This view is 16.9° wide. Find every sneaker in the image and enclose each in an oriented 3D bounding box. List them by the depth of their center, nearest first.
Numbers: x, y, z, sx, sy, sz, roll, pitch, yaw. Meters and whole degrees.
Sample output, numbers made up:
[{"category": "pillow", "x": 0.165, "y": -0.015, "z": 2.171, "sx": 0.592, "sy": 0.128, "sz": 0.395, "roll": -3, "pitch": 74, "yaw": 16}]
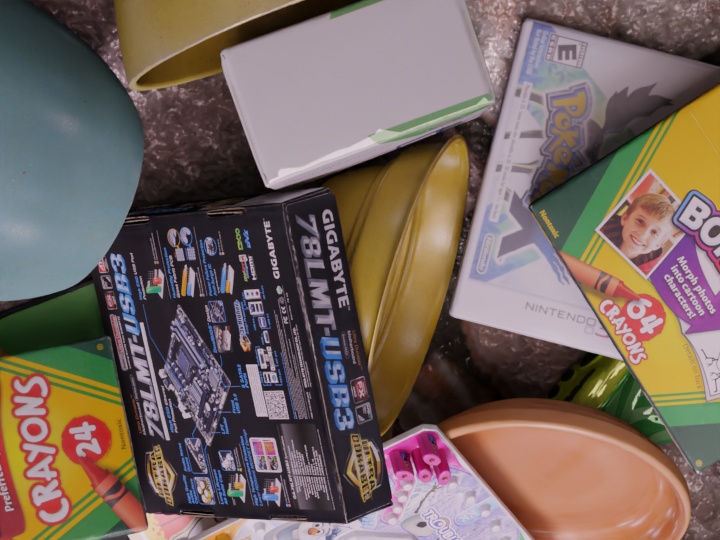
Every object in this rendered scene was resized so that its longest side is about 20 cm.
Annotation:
[{"category": "sneaker", "x": 0.207, "y": 0.067, "z": 1.660, "sx": 0.083, "sy": 0.074, "sz": 0.200, "roll": 38, "pitch": 112, "yaw": -19}]

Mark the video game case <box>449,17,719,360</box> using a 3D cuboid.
[{"category": "video game case", "x": 0.169, "y": -0.045, "z": 1.581, "sx": 0.181, "sy": 0.022, "sz": 0.201, "roll": 14, "pitch": 94, "yaw": -2}]

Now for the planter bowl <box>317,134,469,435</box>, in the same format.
[{"category": "planter bowl", "x": 0.000, "y": 0.000, "z": 1.552, "sx": 0.083, "sy": 0.200, "sz": 0.202, "roll": 16, "pitch": 112, "yaw": 11}]

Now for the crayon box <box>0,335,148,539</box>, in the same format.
[{"category": "crayon box", "x": -0.243, "y": 0.123, "z": 1.524, "sx": 0.199, "sy": 0.051, "sz": 0.128, "roll": -12, "pitch": 85, "yaw": -14}]

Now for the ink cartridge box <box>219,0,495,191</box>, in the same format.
[{"category": "ink cartridge box", "x": -0.001, "y": -0.111, "z": 1.468, "sx": 0.145, "sy": 0.200, "sz": 0.088, "roll": -20, "pitch": 92, "yaw": 0}]

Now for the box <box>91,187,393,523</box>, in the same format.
[{"category": "box", "x": -0.079, "y": 0.055, "z": 1.513, "sx": 0.050, "sy": 0.198, "sz": 0.201, "roll": -18, "pitch": 99, "yaw": -42}]

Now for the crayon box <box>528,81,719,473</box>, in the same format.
[{"category": "crayon box", "x": 0.231, "y": -0.003, "z": 1.539, "sx": 0.172, "sy": 0.058, "sz": 0.201, "roll": -33, "pitch": 90, "yaw": 3}]

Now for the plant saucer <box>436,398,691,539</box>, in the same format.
[{"category": "plant saucer", "x": 0.126, "y": 0.144, "z": 1.650, "sx": 0.199, "sy": 0.038, "sz": 0.201, "roll": 7, "pitch": 144, "yaw": 5}]

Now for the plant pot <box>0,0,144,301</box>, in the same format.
[{"category": "plant pot", "x": -0.229, "y": -0.073, "z": 1.464, "sx": 0.160, "sy": 0.201, "sz": 0.201, "roll": 23, "pitch": 108, "yaw": -32}]

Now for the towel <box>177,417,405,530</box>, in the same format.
[{"category": "towel", "x": -0.088, "y": 0.113, "z": 1.656, "sx": 0.199, "sy": 0.023, "sz": 0.144, "roll": 32, "pitch": 106, "yaw": -19}]

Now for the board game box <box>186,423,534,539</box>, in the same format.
[{"category": "board game box", "x": 0.009, "y": 0.205, "z": 1.653, "sx": 0.199, "sy": 0.026, "sz": 0.200, "roll": -27, "pitch": 134, "yaw": 14}]

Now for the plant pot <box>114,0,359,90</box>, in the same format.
[{"category": "plant pot", "x": -0.069, "y": -0.209, "z": 1.446, "sx": 0.199, "sy": 0.200, "sz": 0.143, "roll": -21, "pitch": 88, "yaw": 0}]

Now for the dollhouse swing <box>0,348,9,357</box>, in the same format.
[{"category": "dollhouse swing", "x": -0.269, "y": 0.174, "z": 1.554, "sx": 0.200, "sy": 0.182, "sz": 0.176, "roll": 37, "pitch": 124, "yaw": -6}]

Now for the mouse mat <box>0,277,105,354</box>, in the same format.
[{"category": "mouse mat", "x": -0.131, "y": 0.072, "z": 1.603, "sx": 0.199, "sy": 0.008, "sz": 0.162, "roll": -20, "pitch": 97, "yaw": 8}]

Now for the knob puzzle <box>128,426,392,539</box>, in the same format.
[{"category": "knob puzzle", "x": -0.068, "y": 0.143, "z": 1.643, "sx": 0.218, "sy": 0.030, "sz": 0.221, "roll": -2, "pitch": 114, "yaw": -5}]
